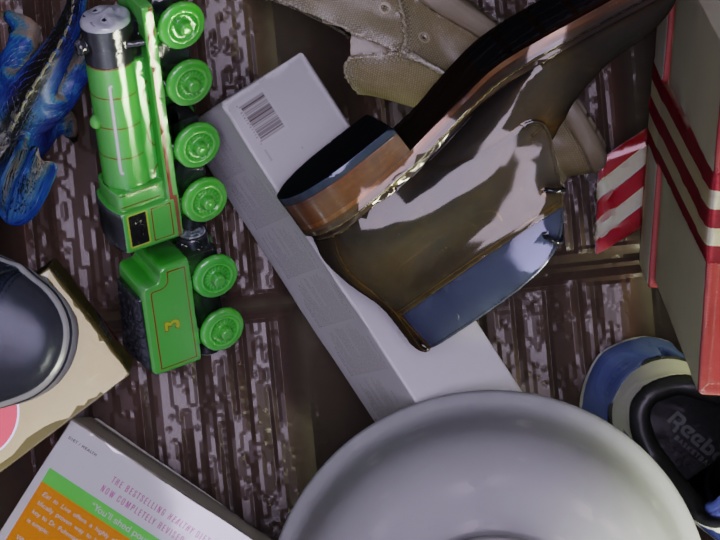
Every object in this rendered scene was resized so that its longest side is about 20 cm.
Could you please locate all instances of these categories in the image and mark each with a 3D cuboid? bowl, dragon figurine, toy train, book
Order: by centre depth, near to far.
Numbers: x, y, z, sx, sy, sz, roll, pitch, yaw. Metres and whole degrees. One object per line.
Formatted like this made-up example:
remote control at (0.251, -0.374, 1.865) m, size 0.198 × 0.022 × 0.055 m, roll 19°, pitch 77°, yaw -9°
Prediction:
bowl at (0.056, 0.155, 1.252) m, size 0.201 × 0.090 × 0.201 m, roll 0°, pitch 94°, yaw 1°
dragon figurine at (-0.159, -0.060, 1.294) m, size 0.059 × 0.200 × 0.100 m, roll 29°, pitch 54°, yaw -6°
toy train at (-0.092, -0.041, 1.304) m, size 0.056 × 0.042 × 0.200 m, roll -20°, pitch 125°, yaw -20°
book at (-0.129, 0.188, 1.344) m, size 0.134 × 0.048 × 0.200 m, roll 34°, pitch 93°, yaw 8°

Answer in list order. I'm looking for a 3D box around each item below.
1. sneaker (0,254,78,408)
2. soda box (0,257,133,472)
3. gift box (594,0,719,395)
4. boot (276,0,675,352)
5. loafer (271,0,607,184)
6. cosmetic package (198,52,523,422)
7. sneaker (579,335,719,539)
sneaker at (-0.227, 0.015, 1.265) m, size 0.200 × 0.079 × 0.079 m, roll 13°, pitch 92°, yaw 8°
soda box at (-0.203, 0.080, 1.335) m, size 0.200 × 0.068 × 0.064 m, roll -38°, pitch 95°, yaw 0°
gift box at (0.209, -0.039, 1.295) m, size 0.184 × 0.187 × 0.200 m, roll 5°, pitch 113°, yaw -5°
boot at (0.071, -0.052, 1.272) m, size 0.200 × 0.075 × 0.097 m, roll -33°, pitch 105°, yaw 3°
loafer at (0.027, -0.101, 1.336) m, size 0.200 × 0.076 × 0.067 m, roll 40°, pitch 93°, yaw 4°
cosmetic package at (0.000, 0.000, 1.330) m, size 0.051 × 0.083 × 0.200 m, roll -35°, pitch 95°, yaw -18°
sneaker at (0.192, 0.107, 1.333) m, size 0.199 × 0.115 × 0.081 m, roll 33°, pitch 92°, yaw -4°
